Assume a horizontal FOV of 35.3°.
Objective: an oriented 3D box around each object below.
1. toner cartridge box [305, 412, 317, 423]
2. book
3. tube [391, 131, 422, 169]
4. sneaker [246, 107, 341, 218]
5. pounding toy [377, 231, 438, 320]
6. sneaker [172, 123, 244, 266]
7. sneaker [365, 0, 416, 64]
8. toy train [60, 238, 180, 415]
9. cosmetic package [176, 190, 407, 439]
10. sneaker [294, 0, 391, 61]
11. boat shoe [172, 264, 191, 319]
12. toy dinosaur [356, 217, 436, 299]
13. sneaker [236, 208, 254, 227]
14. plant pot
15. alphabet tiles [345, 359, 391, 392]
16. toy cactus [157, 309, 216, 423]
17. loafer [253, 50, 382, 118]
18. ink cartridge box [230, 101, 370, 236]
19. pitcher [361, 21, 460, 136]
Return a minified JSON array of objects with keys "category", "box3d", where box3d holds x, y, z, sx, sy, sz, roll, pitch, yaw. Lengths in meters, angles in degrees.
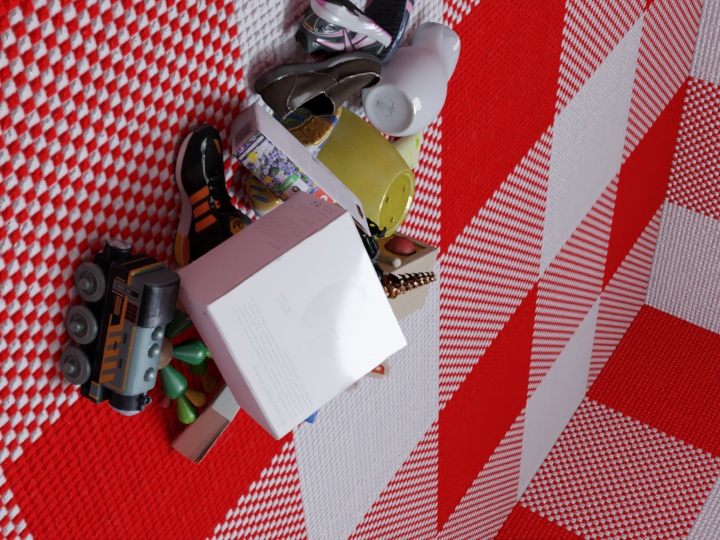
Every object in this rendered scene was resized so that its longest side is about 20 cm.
[{"category":"toner cartridge box","box3d":[-0.098,0.135,1.704,0.043,0.094,0.201,-68,170,-52]},{"category":"book","box3d":[-0.183,0.173,1.546,0.134,0.048,0.200,-56,-176,-32]},{"category":"tube","box3d":[0.056,-0.178,1.832,0.058,0.052,0.200,-33,-178,35]},{"category":"sneaker","box3d":[-0.094,-0.158,1.536,0.201,0.075,0.088,-57,171,-17]},{"category":"pounding toy","box3d":[0.015,-0.007,1.728,0.200,0.183,0.143,-25,133,-55]},{"category":"sneaker","box3d":[-0.175,-0.080,1.390,0.070,0.090,0.202,-34,141,-49]},{"category":"sneaker","box3d":[0.060,-0.387,1.626,0.082,0.070,0.201,1,112,-61]},{"category":"toy train","box3d":[-0.273,0.068,1.293,0.085,0.113,0.202,-17,126,-58]},{"category":"cosmetic package","box3d":[-0.084,0.050,1.336,0.199,0.123,0.200,-35,120,-19]},{"category":"sneaker","box3d":[-0.033,-0.317,1.518,0.087,0.080,0.200,-50,158,15]},{"category":"boat shoe","box3d":[-0.152,0.041,1.394,0.199,0.063,0.074,10,124,-36]},{"category":"toy dinosaur","box3d":[0.000,0.000,1.577,0.103,0.198,0.136,-105,-177,-47]},{"category":"sneaker","box3d":[-0.156,-0.005,1.545,0.087,0.074,0.200,-45,147,-10]},{"category":"plant pot","box3d":[-0.005,-0.122,1.639,0.200,0.141,0.201,-46,148,-39]},{"category":"alphabet tiles","box3d":[-0.046,0.097,1.698,0.015,0.194,0.201,-67,164,-52]},{"category":"toy cactus","box3d":[-0.236,0.096,1.451,0.164,0.102,0.201,2,113,-44]},{"category":"loafer","box3d":[-0.048,-0.234,1.483,0.199,0.072,0.073,-18,173,-35]},{"category":"ink cartridge box","box3d":[-0.076,-0.114,1.419,0.050,0.109,0.200,-41,114,13]},{"category":"pitcher","box3d":[0.075,-0.264,1.719,0.200,0.120,0.173,-55,159,-50]}]
